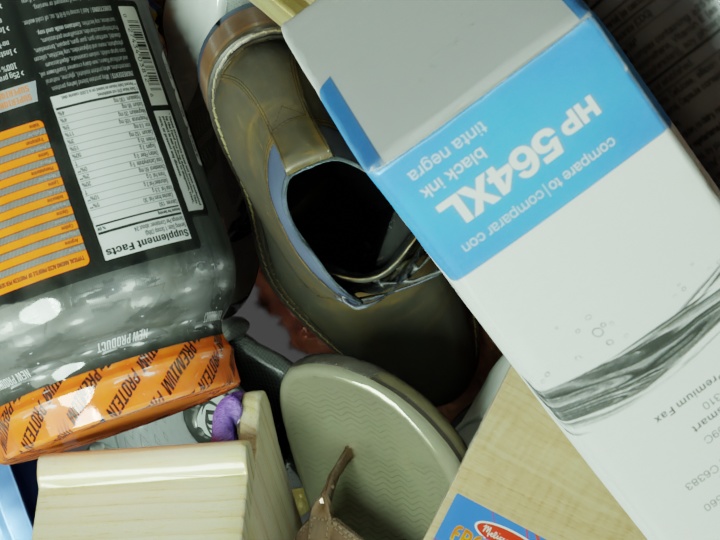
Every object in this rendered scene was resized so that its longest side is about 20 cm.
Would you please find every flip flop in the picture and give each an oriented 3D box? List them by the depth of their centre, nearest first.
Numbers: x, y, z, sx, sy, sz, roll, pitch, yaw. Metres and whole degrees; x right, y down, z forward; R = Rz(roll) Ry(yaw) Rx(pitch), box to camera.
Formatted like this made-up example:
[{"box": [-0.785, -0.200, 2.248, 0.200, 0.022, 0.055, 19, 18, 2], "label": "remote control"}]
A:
[{"box": [0.005, 0.129, 1.004, 0.081, 0.058, 0.200, 4, 107, 36], "label": "flip flop"}]

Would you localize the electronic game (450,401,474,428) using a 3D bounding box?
[{"box": [0.106, 0.133, 1.076, 0.200, 0.042, 0.200, 19, 124, 30], "label": "electronic game"}]

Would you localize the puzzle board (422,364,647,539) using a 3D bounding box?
[{"box": [0.133, 0.100, 0.964, 0.200, 0.017, 0.151, 26, 87, 8], "label": "puzzle board"}]

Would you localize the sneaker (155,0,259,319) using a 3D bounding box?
[{"box": [-0.042, -0.059, 1.065, 0.079, 0.074, 0.200, 26, 128, 18], "label": "sneaker"}]

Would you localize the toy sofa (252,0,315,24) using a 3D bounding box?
[{"box": [-0.036, -0.159, 0.971, 0.200, 0.098, 0.083, 39, 130, 13], "label": "toy sofa"}]

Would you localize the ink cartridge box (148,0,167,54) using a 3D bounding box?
[{"box": [-0.181, -0.100, 1.149, 0.200, 0.076, 0.137, 42, 133, 14], "label": "ink cartridge box"}]

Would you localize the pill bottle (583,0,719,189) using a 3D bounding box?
[{"box": [0.128, -0.101, 0.876, 0.200, 0.113, 0.113, 54, 134, 1], "label": "pill bottle"}]

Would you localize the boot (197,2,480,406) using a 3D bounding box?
[{"box": [0.000, 0.000, 1.013, 0.075, 0.097, 0.200, -29, 125, 4], "label": "boot"}]

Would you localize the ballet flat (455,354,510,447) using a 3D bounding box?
[{"box": [0.042, 0.109, 1.047, 0.069, 0.069, 0.200, 37, 128, 16], "label": "ballet flat"}]

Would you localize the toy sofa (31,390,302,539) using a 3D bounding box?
[{"box": [-0.063, 0.141, 1.036, 0.083, 0.098, 0.200, -5, 137, 9], "label": "toy sofa"}]

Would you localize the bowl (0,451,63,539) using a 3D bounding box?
[{"box": [-0.153, 0.103, 1.167, 0.039, 0.201, 0.201, -21, 104, -1], "label": "bowl"}]

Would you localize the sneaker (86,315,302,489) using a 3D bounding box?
[{"box": [-0.056, 0.108, 1.169, 0.115, 0.075, 0.200, 1, 115, 33], "label": "sneaker"}]

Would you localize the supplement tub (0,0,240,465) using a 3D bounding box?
[{"box": [-0.121, -0.036, 1.002, 0.122, 0.122, 0.200, -23, 83, 43], "label": "supplement tub"}]

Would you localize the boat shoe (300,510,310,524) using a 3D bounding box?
[{"box": [-0.010, 0.184, 1.174, 0.062, 0.072, 0.200, -130, 31, -59], "label": "boat shoe"}]

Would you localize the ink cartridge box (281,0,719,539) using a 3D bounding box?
[{"box": [0.074, -0.007, 0.858, 0.084, 0.146, 0.200, -36, 115, 3], "label": "ink cartridge box"}]
